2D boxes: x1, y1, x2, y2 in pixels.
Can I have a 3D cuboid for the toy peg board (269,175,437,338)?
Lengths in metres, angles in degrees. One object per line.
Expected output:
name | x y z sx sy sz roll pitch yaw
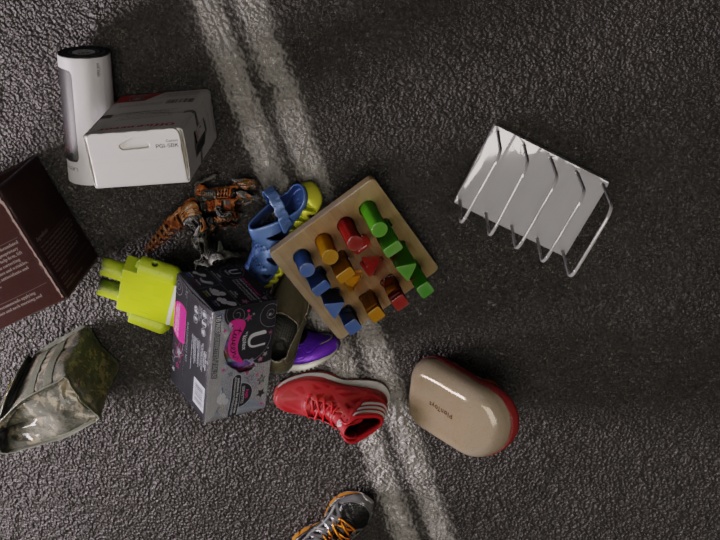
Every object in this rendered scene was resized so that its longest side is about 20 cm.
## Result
toy peg board | 0.000 0.000 1.676 0.199 0.098 0.200 -36 119 5

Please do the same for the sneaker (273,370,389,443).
sneaker | -0.053 0.228 1.813 0.198 0.116 0.079 -3 114 6

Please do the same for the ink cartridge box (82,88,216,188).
ink cartridge box | -0.304 -0.196 1.604 0.145 0.200 0.084 -3 115 7

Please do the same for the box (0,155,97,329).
box | -0.550 -0.039 1.714 0.165 0.164 0.201 -22 110 15

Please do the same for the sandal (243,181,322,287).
sandal | -0.143 -0.059 1.705 0.087 0.079 0.201 13 112 -41

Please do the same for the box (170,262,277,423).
box | -0.211 0.110 1.684 0.114 0.132 0.202 -12 124 -32

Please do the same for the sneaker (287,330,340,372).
sneaker | -0.135 0.111 1.795 0.198 0.070 0.100 -7 111 8

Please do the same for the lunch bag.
lunch bag | -0.522 0.206 1.819 0.199 0.164 0.118 -28 114 15

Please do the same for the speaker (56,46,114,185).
speaker | -0.413 -0.234 1.664 0.080 0.081 0.202 3 114 4

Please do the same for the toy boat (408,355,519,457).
toy boat | 0.182 0.215 1.787 0.199 0.130 0.132 29 123 40

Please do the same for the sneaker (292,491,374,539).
sneaker | -0.050 0.471 1.941 0.078 0.077 0.200 41 110 -11

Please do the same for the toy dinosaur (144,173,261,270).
toy dinosaur | -0.244 -0.073 1.727 0.199 0.102 0.137 -25 88 31

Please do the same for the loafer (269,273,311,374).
loafer | -0.113 0.065 1.737 0.074 0.070 0.202 9 83 -4

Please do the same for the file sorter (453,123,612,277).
file sorter | 0.258 -0.102 1.637 0.199 0.125 0.139 25 113 -6

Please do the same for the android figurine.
android figurine | -0.327 0.041 1.766 0.198 0.041 0.182 20 143 -7
